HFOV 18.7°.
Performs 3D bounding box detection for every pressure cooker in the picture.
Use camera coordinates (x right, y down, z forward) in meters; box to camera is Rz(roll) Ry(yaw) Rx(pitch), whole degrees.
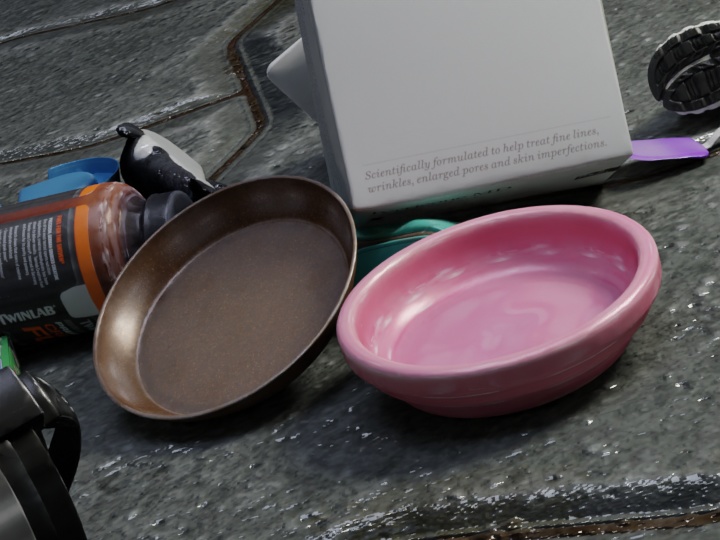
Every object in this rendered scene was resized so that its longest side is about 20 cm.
[{"bbox_3d":[-0.238,0.134,1.182,0.200,0.179,0.176,-30,20,-26],"label":"pressure cooker"}]

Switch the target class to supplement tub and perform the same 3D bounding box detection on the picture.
[{"bbox_3d":[-0.216,-0.005,1.616,0.200,0.107,0.107,-12,22,18],"label":"supplement tub"}]

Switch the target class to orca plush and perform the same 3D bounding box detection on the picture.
[{"bbox_3d":[-0.158,-0.058,1.788,0.071,0.105,0.200,-58,38,4],"label":"orca plush"}]

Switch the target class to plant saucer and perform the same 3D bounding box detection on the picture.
[{"bbox_3d":[0.087,0.029,1.331,0.200,0.051,0.201,-15,25,7],"label":"plant saucer"},{"bbox_3d":[-0.084,0.024,1.446,0.200,0.034,0.200,-19,44,20],"label":"plant saucer"}]

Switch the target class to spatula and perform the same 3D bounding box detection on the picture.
[{"bbox_3d":[0.279,-0.109,1.570,0.200,0.021,0.057,-19,19,-3],"label":"spatula"}]

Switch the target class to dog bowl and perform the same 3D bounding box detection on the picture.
[{"bbox_3d":[-0.289,-0.036,1.839,0.200,0.050,0.111,-20,20,-1],"label":"dog bowl"}]

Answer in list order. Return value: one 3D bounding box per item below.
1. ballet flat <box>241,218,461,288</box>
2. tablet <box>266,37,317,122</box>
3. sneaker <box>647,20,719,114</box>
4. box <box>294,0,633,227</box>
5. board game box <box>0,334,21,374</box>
[{"bbox_3d":[0.000,0.000,1.498,0.200,0.067,0.070,-4,1,35],"label":"ballet flat"},{"bbox_3d":[0.030,-0.194,1.785,0.200,0.130,0.014,-40,51,9],"label":"tablet"},{"bbox_3d":[0.313,-0.168,1.608,0.200,0.074,0.079,-15,-4,24],"label":"sneaker"},{"bbox_3d":[0.065,-0.145,1.516,0.199,0.200,0.131,-11,-6,-4],"label":"box"},{"bbox_3d":[-0.333,0.112,1.532,0.200,0.029,0.135,-20,21,-4],"label":"board game box"}]
